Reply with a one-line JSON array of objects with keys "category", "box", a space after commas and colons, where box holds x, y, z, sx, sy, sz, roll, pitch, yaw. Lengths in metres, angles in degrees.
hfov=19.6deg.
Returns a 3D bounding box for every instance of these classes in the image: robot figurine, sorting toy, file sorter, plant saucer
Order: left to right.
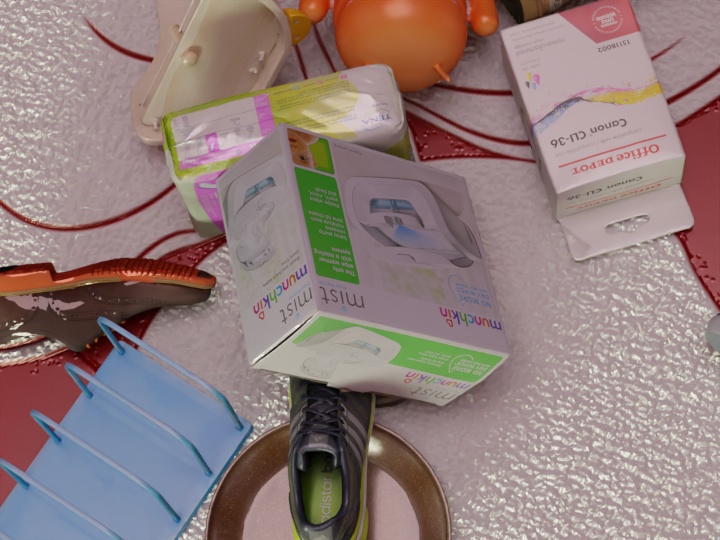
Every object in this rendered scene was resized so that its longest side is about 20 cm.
[{"category": "file sorter", "box": [-0.204, 0.158, 1.676, 0.139, 0.123, 0.200, 31, 76, 14]}, {"category": "sorting toy", "box": [-0.131, -0.237, 1.794, 0.107, 0.200, 0.180, 3, 50, -29]}, {"category": "plant saucer", "box": [-0.025, 0.217, 1.684, 0.200, 0.037, 0.201, -2, 70, 4]}, {"category": "robot figurine", "box": [0.031, -0.235, 1.776, 0.117, 0.144, 0.200, -31, 44, 33]}]

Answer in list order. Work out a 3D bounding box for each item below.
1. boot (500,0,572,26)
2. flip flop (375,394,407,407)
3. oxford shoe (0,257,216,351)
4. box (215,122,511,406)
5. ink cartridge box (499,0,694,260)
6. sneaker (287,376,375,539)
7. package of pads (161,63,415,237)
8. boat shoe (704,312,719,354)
[{"category": "boot", "box": [0.196, -0.304, 1.829, 0.200, 0.066, 0.175, -23, 60, -11]}, {"category": "flip flop", "box": [-0.026, 0.033, 1.733, 0.081, 0.058, 0.200, -38, 76, -7]}, {"category": "oxford shoe", "box": [-0.220, 0.029, 1.761, 0.200, 0.071, 0.073, -2, 98, 3]}, {"category": "box", "box": [0.000, 0.000, 1.654, 0.097, 0.200, 0.177, -40, 49, 37]}, {"category": "ink cartridge box", "box": [0.202, -0.121, 1.760, 0.116, 0.068, 0.200, -17, 71, -1]}, {"category": "sneaker", "box": [-0.025, 0.131, 1.651, 0.074, 0.081, 0.200, -5, 71, 3]}, {"category": "package of pads", "box": [-0.057, -0.099, 1.731, 0.200, 0.155, 0.068, -13, 71, 1]}, {"category": "boat shoe", "box": [0.382, 0.066, 1.677, 0.202, 0.075, 0.086, 26, 76, 11]}]
